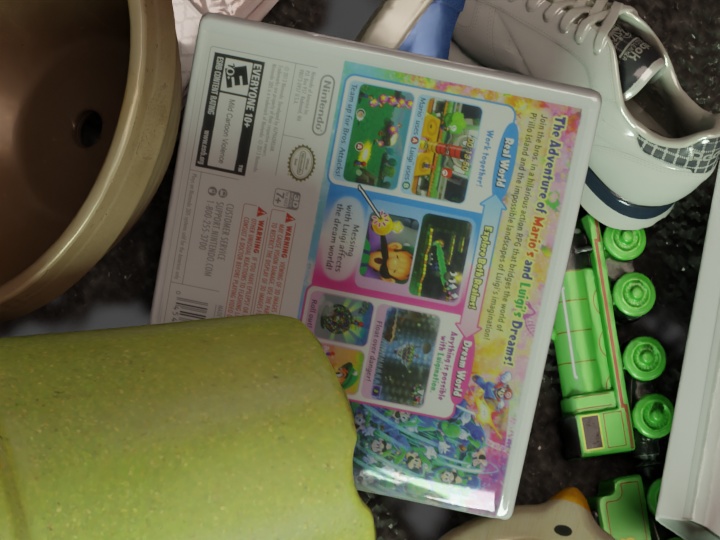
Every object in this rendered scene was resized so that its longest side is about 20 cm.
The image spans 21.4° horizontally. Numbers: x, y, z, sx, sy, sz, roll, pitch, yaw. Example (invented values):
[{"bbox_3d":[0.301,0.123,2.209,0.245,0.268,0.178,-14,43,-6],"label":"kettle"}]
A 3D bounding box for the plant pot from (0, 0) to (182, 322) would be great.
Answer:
[{"bbox_3d":[-0.145,-0.072,0.835,0.092,0.199,0.203,16,70,-56],"label":"plant pot"}]

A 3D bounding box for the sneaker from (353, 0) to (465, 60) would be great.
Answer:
[{"bbox_3d":[0.027,-0.050,0.913,0.111,0.077,0.201,31,81,-6],"label":"sneaker"}]

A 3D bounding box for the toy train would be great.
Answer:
[{"bbox_3d":[0.126,0.067,0.955,0.056,0.042,0.202,-7,81,-10],"label":"toy train"}]

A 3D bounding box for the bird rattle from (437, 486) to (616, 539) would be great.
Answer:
[{"bbox_3d":[0.081,0.195,0.892,0.199,0.113,0.164,-31,66,5],"label":"bird rattle"}]

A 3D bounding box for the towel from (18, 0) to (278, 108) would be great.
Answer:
[{"bbox_3d":[-0.115,-0.197,0.928,0.200,0.032,0.191,41,69,-9],"label":"towel"}]

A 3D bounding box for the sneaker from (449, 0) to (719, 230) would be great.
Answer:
[{"bbox_3d":[0.100,-0.116,0.946,0.200,0.081,0.076,45,59,6],"label":"sneaker"}]

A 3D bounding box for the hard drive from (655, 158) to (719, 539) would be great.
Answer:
[{"bbox_3d":[0.197,0.042,0.951,0.132,0.026,0.202,35,63,-53],"label":"hard drive"}]

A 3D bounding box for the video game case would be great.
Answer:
[{"bbox_3d":[0.000,0.000,0.861,0.180,0.024,0.202,11,103,1],"label":"video game case"}]

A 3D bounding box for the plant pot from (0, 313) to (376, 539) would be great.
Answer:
[{"bbox_3d":[-0.099,0.099,0.778,0.183,0.200,0.202,-13,83,-19],"label":"plant pot"}]
